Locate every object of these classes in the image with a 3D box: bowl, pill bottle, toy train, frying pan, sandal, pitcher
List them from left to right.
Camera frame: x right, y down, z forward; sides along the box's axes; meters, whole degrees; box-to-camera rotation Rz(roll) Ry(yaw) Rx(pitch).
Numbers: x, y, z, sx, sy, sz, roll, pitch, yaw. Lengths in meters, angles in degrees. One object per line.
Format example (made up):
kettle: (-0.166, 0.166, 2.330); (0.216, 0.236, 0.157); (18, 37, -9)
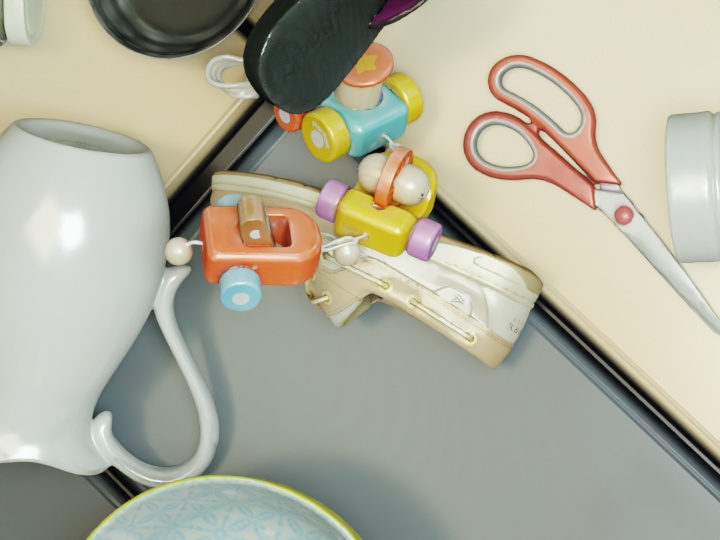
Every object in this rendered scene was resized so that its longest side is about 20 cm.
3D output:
pitcher: (-0.154, 0.023, 1.429); (0.171, 0.121, 0.200); (10, 103, -8)
frying pan: (-0.072, -0.191, 1.439); (0.190, 0.031, 0.115); (-20, 76, 13)
bowl: (-0.064, 0.210, 1.399); (0.200, 0.108, 0.201); (0, 90, 13)
toy train: (-0.029, -0.065, 1.357); (0.150, 0.056, 0.200); (4, 46, -7)
sandal: (0.019, -0.165, 1.326); (0.048, 0.075, 0.201); (28, 81, 47)
pill bottle: (0.267, -0.050, 1.326); (0.200, 0.111, 0.112); (-4, 88, 12)

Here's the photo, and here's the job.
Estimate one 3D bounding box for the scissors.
scissors: (0.145, -0.045, 1.403); (0.200, 0.014, 0.073); (36, 95, 12)

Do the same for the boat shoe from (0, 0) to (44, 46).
boat shoe: (-0.223, -0.233, 1.460); (0.060, 0.072, 0.202); (-1, 93, 8)

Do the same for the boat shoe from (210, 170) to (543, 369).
boat shoe: (0.000, 0.000, 1.405); (0.200, 0.074, 0.069); (20, 88, 12)
